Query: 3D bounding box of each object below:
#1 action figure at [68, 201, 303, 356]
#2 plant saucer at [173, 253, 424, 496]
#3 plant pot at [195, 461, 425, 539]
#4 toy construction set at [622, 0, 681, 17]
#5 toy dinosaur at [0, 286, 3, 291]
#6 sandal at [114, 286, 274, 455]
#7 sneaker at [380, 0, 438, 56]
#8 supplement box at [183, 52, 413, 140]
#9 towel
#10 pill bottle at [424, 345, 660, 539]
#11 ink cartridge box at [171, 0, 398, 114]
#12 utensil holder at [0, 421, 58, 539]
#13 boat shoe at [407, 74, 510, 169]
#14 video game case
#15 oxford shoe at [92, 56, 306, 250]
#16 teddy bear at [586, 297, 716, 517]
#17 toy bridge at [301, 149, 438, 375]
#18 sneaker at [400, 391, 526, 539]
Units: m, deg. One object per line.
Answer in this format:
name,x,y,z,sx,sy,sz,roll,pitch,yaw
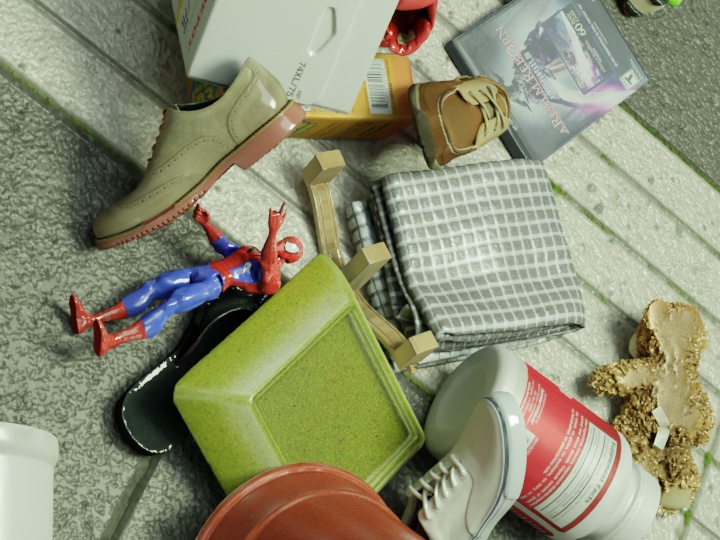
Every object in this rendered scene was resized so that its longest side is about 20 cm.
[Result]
action figure,-0.130,-0.010,1.507,0.199,0.065,0.100,-18,128,-30
plant saucer,-0.033,0.120,1.544,0.200,0.048,0.201,-43,115,-36
plant pot,-0.005,0.263,1.419,0.199,0.195,0.203,-5,100,-29
toy construction set,0.284,-0.337,1.921,0.199,0.092,0.132,31,59,-9
toy dinosaur,-0.323,0.028,1.403,0.106,0.060,0.201,-22,87,-35
sandal,-0.116,0.071,1.535,0.075,0.048,0.201,47,55,-13
sneaker,0.028,-0.222,1.645,0.076,0.200,0.086,-9,79,-6
supplement box,-0.050,-0.151,1.643,0.199,0.066,0.069,0,76,-33
towel,0.098,-0.010,1.684,0.199,0.085,0.167,-8,78,-35
pill bottle,0.161,0.162,1.653,0.199,0.112,0.113,36,58,-20
ink cartridge box,-0.065,-0.253,1.554,0.145,0.147,0.201,11,35,-22
utensil holder,-0.293,0.214,1.298,0.169,0.170,0.202,9,73,-31
boat shoe,0.091,-0.140,1.669,0.200,0.073,0.076,-50,123,-73
video game case,0.184,-0.201,1.846,0.200,0.019,0.143,-37,96,-37
oxford shoe,-0.141,-0.092,1.505,0.199,0.071,0.075,-36,102,9
teddy bear,0.274,0.129,1.779,0.144,0.067,0.202,-5,84,-25
toy bridge,0.000,0.000,1.622,0.027,0.067,0.201,-16,73,-37
sneaker,0.078,0.182,1.550,0.070,0.201,0.073,-4,41,-28
